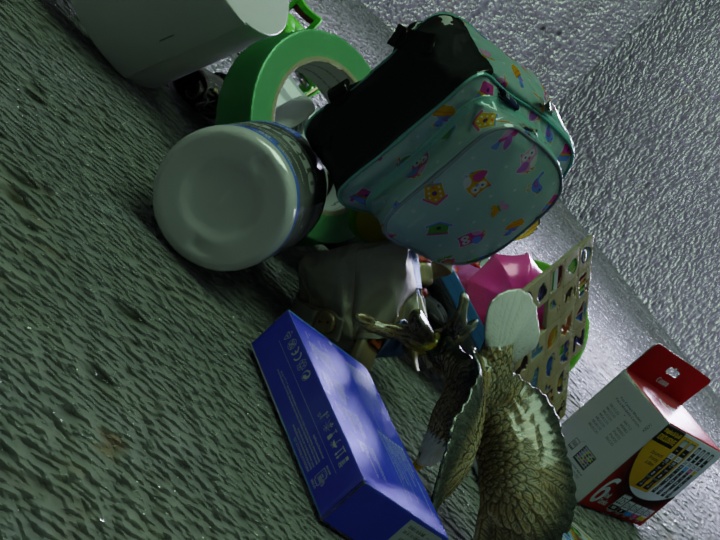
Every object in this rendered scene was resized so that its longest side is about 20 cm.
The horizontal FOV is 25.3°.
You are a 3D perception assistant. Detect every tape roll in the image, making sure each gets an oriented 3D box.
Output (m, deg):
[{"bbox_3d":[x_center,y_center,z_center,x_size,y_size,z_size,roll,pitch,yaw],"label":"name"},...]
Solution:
[{"bbox_3d":[-0.049,-0.124,1.502,0.200,0.048,0.201,5,83,-49],"label":"tape roll"},{"bbox_3d":[-0.177,-0.291,1.529,0.203,0.139,0.203,50,29,-42],"label":"tape roll"}]

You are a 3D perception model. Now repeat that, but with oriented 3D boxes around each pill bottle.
[{"bbox_3d":[-0.090,-0.066,1.311,0.114,0.114,0.200,47,11,1],"label":"pill bottle"}]

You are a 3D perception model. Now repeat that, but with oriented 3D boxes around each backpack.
[{"bbox_3d":[0.083,-0.097,1.328,0.200,0.176,0.153,19,34,-55],"label":"backpack"}]

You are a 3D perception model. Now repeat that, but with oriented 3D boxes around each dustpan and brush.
[{"bbox_3d":[-0.097,-0.130,1.540,0.200,0.057,0.140,-35,85,-38],"label":"dustpan and brush"}]

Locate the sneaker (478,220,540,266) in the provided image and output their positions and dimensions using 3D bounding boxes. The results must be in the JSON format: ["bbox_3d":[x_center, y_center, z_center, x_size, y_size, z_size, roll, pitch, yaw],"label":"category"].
[{"bbox_3d":[0.113,-0.032,1.823,0.090,0.200,0.070,-9,69,-40],"label":"sneaker"}]

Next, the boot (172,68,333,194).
[{"bbox_3d":[-0.106,-0.142,1.635,0.174,0.069,0.200,27,12,-43],"label":"boot"}]

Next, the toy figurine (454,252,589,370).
[{"bbox_3d":[0.135,0.025,1.671,0.200,0.150,0.184,27,-8,18],"label":"toy figurine"}]

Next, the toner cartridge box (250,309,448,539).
[{"bbox_3d":[-0.011,0.119,1.149,0.095,0.043,0.200,40,13,-36],"label":"toner cartridge box"}]

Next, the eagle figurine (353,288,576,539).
[{"bbox_3d":[0.089,0.125,1.255,0.151,0.152,0.200,95,-20,-44],"label":"eagle figurine"}]

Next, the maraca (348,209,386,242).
[{"bbox_3d":[0.083,-0.073,1.501,0.137,0.200,0.107,107,-34,-55],"label":"maraca"}]

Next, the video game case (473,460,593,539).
[{"bbox_3d":[0.183,0.262,1.413,0.182,0.024,0.200,42,12,-23],"label":"video game case"}]

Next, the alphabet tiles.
[{"bbox_3d":[0.191,0.082,1.628,0.008,0.200,0.167,17,30,28],"label":"alphabet tiles"}]

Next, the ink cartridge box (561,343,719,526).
[{"bbox_3d":[0.315,0.184,1.762,0.084,0.176,0.200,53,14,30],"label":"ink cartridge box"}]

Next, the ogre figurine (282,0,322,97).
[{"bbox_3d":[-0.084,-0.293,2.139,0.120,0.098,0.200,58,23,-2],"label":"ogre figurine"}]

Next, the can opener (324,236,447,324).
[{"bbox_3d":[0.000,0.000,1.570,0.200,0.067,0.053,37,-13,18],"label":"can opener"}]

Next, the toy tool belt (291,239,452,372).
[{"bbox_3d":[0.018,0.044,1.391,0.200,0.125,0.123,6,75,-68],"label":"toy tool belt"}]

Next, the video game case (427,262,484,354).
[{"bbox_3d":[0.067,0.018,1.614,0.200,0.018,0.143,39,-18,57],"label":"video game case"}]
